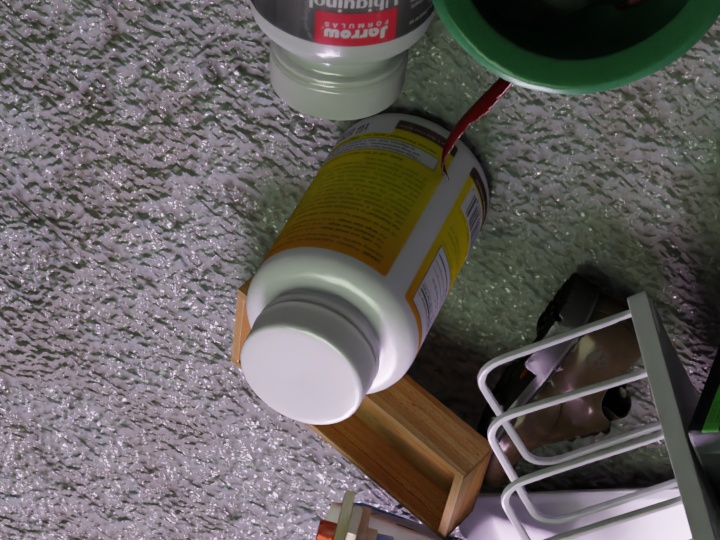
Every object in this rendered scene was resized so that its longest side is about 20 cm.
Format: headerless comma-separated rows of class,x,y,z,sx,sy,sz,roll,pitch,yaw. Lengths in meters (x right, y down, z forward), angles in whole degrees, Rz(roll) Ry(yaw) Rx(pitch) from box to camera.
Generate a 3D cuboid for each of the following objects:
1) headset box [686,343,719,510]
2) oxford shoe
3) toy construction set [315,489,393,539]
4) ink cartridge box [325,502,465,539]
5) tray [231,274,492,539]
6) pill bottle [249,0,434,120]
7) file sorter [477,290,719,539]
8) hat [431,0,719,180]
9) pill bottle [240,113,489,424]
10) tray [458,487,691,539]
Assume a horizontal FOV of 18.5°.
headset box,0.302,0.064,1.283,0.200,0.174,0.093,-5,127,32
oxford shoe,0.130,0.092,1.469,0.084,0.073,0.200,28,137,-5
toy construction set,0.056,0.218,1.446,0.200,0.092,0.131,15,94,14
ink cartridge box,0.072,0.225,1.550,0.200,0.067,0.116,19,178,12
tray,-0.002,0.088,1.501,0.200,0.037,0.099,38,152,16
pill bottle,-0.008,-0.188,1.259,0.111,0.111,0.200,17,134,13
file sorter,0.156,0.144,1.340,0.124,0.200,0.139,-19,140,12
hat,0.109,-0.172,1.272,0.200,0.176,0.166,-24,89,0
pill bottle,0.000,0.000,1.358,0.109,0.200,0.109,14,133,15
tray,0.168,0.190,1.571,0.200,0.022,0.107,-5,127,30
